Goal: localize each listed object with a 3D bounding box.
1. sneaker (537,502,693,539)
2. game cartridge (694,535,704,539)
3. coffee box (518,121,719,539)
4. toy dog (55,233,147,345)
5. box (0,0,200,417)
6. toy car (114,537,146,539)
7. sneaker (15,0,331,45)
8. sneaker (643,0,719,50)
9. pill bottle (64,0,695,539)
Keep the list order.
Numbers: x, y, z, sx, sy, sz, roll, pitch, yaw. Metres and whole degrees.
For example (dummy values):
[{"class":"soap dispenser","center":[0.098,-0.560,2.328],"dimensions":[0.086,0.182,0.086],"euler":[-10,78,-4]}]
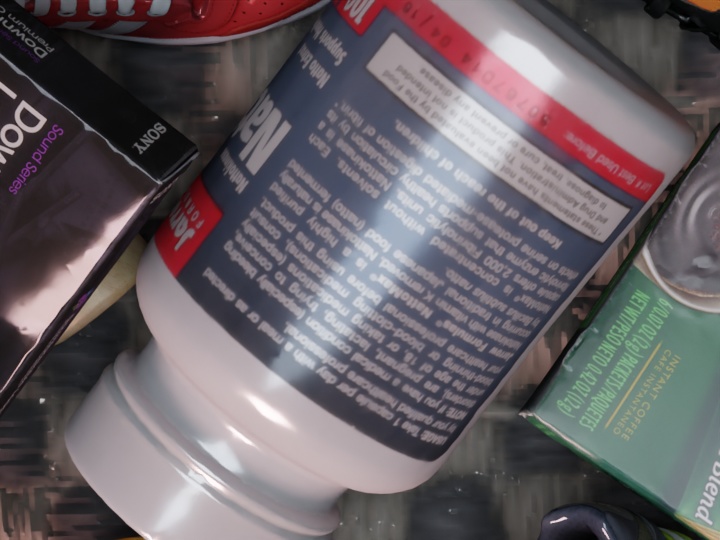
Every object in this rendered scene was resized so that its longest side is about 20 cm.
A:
[{"class":"sneaker","center":[0.043,0.157,0.833],"dimensions":[0.074,0.081,0.200],"euler":[14,71,37]},{"class":"game cartridge","center":[0.136,0.188,0.903],"dimensions":[0.130,0.038,0.200],"euler":[21,100,-3]},{"class":"coffee box","center":[0.167,0.053,0.856],"dimensions":[0.200,0.044,0.123],"euler":[35,86,2]},{"class":"toy dog","center":[-0.159,0.017,0.870],"dimensions":[0.132,0.096,0.200],"euler":[33,100,0]},{"class":"box","center":[-0.165,-0.044,0.792],"dimensions":[0.200,0.036,0.143],"euler":[38,119,-1]},{"class":"toy car","center":[-0.090,0.193,0.857],"dimensions":[0.175,0.150,0.200],"euler":[16,59,-3]},{"class":"sneaker","center":[-0.100,-0.104,0.837],"dimensions":[0.200,0.112,0.071],"euler":[3,100,5]},{"class":"sneaker","center":[0.136,-0.080,0.840],"dimensions":[0.200,0.070,0.090],"euler":[6,96,2]},{"class":"pill bottle","center":[0.000,0.000,0.841],"dimensions":[0.120,0.120,0.200],"euler":[38,100,-1]}]
